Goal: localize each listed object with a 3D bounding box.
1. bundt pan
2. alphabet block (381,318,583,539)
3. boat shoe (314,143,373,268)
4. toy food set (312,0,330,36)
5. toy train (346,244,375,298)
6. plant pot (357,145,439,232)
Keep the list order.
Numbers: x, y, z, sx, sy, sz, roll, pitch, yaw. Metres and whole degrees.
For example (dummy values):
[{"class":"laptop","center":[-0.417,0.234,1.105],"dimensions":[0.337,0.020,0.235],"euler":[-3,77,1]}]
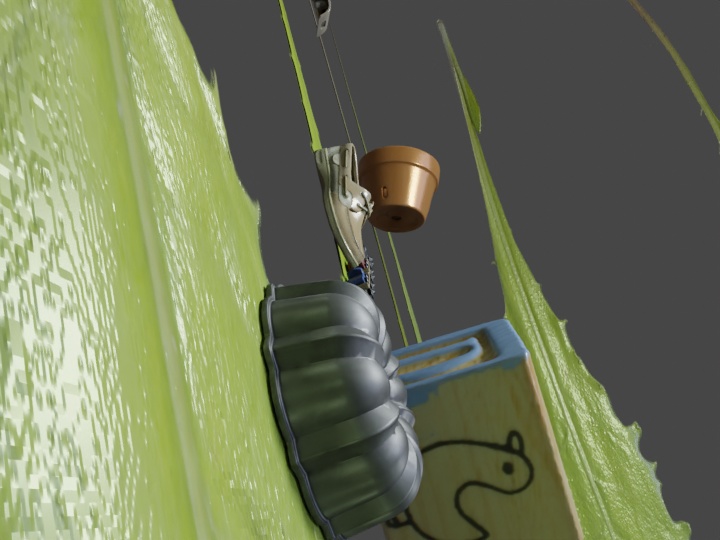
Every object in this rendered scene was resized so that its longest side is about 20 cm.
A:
[{"class":"bundt pan","center":[-0.006,0.096,0.603],"dimensions":[0.202,0.075,0.203],"euler":[-17,90,-84]},{"class":"alphabet block","center":[0.105,0.186,0.855],"dimensions":[0.196,0.194,0.201],"euler":[-54,126,-81]},{"class":"boat shoe","center":[-0.016,-0.097,1.127],"dimensions":[0.072,0.065,0.201],"euler":[65,10,-57]},{"class":"toy food set","center":[-0.123,-0.682,1.927],"dimensions":[0.144,0.060,0.201],"euler":[157,-82,-84]},{"class":"toy train","center":[0.000,0.000,1.164],"dimensions":[0.200,0.034,0.046],"euler":[-90,159,-73]},{"class":"plant pot","center":[0.088,-0.181,1.896],"dimensions":[0.200,0.199,0.141],"euler":[63,28,-62]}]
